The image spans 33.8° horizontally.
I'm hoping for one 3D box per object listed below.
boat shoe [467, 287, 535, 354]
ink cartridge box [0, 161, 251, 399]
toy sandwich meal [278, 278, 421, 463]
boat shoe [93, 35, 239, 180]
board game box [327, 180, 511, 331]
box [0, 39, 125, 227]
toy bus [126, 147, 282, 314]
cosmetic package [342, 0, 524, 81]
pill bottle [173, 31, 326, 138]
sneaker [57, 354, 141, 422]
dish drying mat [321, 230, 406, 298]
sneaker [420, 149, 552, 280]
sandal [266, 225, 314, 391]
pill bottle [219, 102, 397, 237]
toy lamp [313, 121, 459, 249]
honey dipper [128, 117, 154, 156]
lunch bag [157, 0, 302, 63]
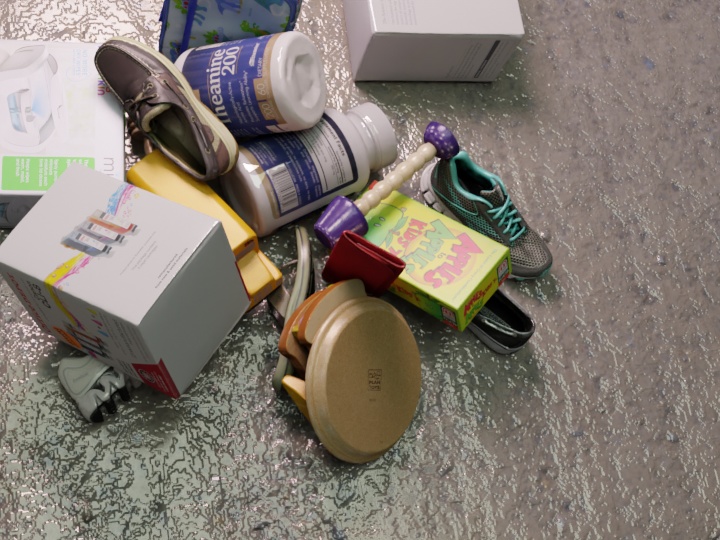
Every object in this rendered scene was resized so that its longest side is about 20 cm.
[{"bbox_3d":[0.122,0.022,1.421,0.199,0.068,0.074,43,65,7],"label":"boat shoe"},{"bbox_3d":[-0.245,0.008,1.233,0.200,0.145,0.145,22,61,25],"label":"ink cartridge box"},{"bbox_3d":[-0.012,0.116,1.330,0.205,0.070,0.206,-1,91,-47],"label":"toy sandwich meal"},{"bbox_3d":[-0.220,-0.180,1.310,0.200,0.073,0.065,41,27,-1],"label":"boat shoe"},{"bbox_3d":[0.066,-0.020,1.388,0.200,0.048,0.102,29,64,29],"label":"board game box"},{"bbox_3d":[-0.358,-0.154,1.361,0.176,0.097,0.200,1,67,-11],"label":"box"},{"bbox_3d":[-0.174,-0.046,1.334,0.065,0.078,0.200,-39,70,-19],"label":"toy bus"},{"bbox_3d":[0.084,-0.359,1.537,0.199,0.123,0.200,-1,69,-16],"label":"cosmetic package"},{"bbox_3d":[-0.149,-0.208,1.373,0.200,0.111,0.111,-4,63,26],"label":"pill bottle"},{"bbox_3d":[-0.245,0.076,1.312,0.081,0.075,0.200,43,64,15],"label":"sneaker"},{"bbox_3d":[0.000,0.000,1.329,0.077,0.200,0.018,29,76,-1],"label":"dish drying mat"},{"bbox_3d":[0.160,-0.069,1.455,0.200,0.091,0.078,41,66,5],"label":"sneaker"},{"bbox_3d":[-0.088,0.038,1.363,0.057,0.080,0.201,8,67,4],"label":"sandal"},{"bbox_3d":[-0.059,-0.127,1.414,0.200,0.111,0.111,-26,77,-22],"label":"pill bottle"},{"bbox_3d":[0.028,-0.098,1.389,0.200,0.058,0.058,-41,82,-20],"label":"toy lamp"},{"bbox_3d":[-0.242,-0.111,1.406,0.038,0.038,0.200,-10,73,-17],"label":"honey dipper"},{"bbox_3d":[-0.158,-0.303,1.412,0.160,0.200,0.083,19,58,-7],"label":"lunch bag"}]
